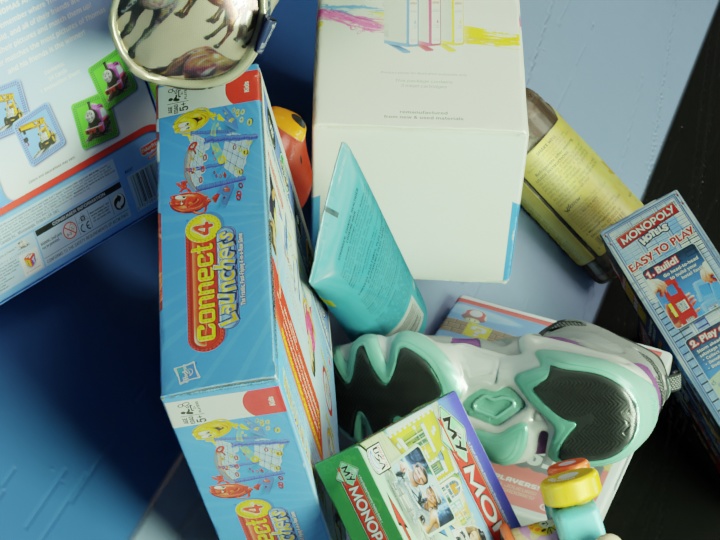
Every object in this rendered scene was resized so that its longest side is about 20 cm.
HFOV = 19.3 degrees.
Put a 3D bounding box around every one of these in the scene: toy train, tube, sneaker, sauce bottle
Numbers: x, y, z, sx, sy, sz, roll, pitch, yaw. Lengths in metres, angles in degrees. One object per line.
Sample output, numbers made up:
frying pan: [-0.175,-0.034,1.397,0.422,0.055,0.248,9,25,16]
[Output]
toy train: [0.116,0.193,1.062,0.200,0.055,0.150,-107,-177,-45]
tube: [0.000,0.000,1.181,0.200,0.050,0.078,63,33,-70]
sneaker: [0.086,0.067,1.221,0.140,0.200,0.078,-22,117,-64]
sauce bottle: [0.121,-0.082,1.472,0.200,0.065,0.065,48,35,-8]

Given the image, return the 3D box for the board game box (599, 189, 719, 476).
board game box: [0.231,0.055,1.388,0.200,0.062,0.200,62,1,12]

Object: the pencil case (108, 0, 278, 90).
pencil case: [-0.070,-0.159,1.093,0.078,0.089,0.200,47,19,-14]

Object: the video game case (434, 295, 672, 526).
video game case: [0.094,0.086,1.262,0.143,0.017,0.200,15,33,15]

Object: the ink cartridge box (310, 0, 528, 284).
ink cartridge box: [0.033,-0.109,1.307,0.125,0.129,0.200,1,46,-1]

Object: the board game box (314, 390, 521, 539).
board game box: [0.057,0.167,1.062,0.200,0.029,0.135,64,25,2]

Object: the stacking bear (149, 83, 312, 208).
stacking bear: [-0.109,-0.096,1.182,0.200,0.114,0.121,42,15,-11]

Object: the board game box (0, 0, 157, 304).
board game box: [-0.180,-0.097,1.056,0.151,0.037,0.200,-34,117,-36]

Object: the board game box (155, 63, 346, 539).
board game box: [-0.054,0.036,1.078,0.200,0.056,0.196,75,8,-51]
